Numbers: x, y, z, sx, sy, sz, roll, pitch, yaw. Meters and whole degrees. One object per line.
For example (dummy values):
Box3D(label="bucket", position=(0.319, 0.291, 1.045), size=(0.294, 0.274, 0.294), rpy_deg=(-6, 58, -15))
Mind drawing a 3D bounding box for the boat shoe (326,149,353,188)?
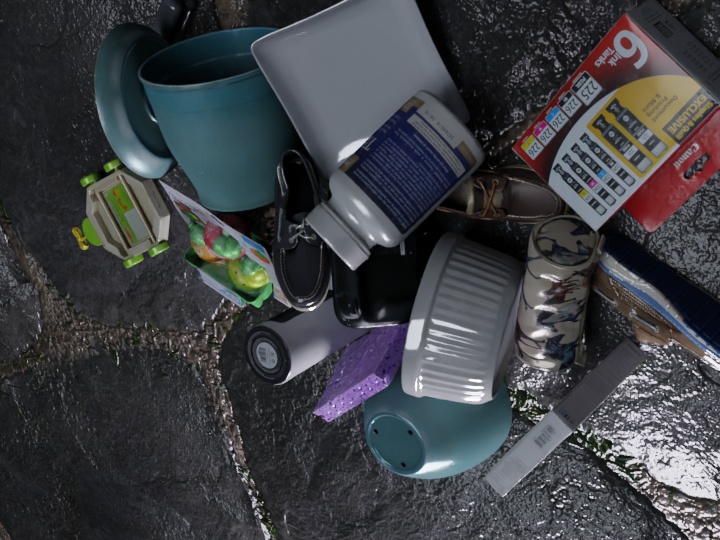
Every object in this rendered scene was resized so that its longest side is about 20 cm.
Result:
Box3D(label="boat shoe", position=(0.013, -0.070, 1.424), size=(0.073, 0.063, 0.201), rpy_deg=(-7, 112, 23))

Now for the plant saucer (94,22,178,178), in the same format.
Box3D(label="plant saucer", position=(-0.269, -0.221, 1.424), size=(0.027, 0.200, 0.201), rpy_deg=(-6, 110, 25))

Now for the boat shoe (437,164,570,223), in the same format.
Box3D(label="boat shoe", position=(0.146, -0.087, 1.299), size=(0.199, 0.072, 0.073), rpy_deg=(15, 121, 30))

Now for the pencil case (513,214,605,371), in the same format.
Box3D(label="pencil case", position=(0.227, 0.028, 1.260), size=(0.089, 0.078, 0.201), rpy_deg=(7, 138, 8))

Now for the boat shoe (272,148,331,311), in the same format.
Box3D(label="boat shoe", position=(-0.076, -0.052, 1.325), size=(0.072, 0.063, 0.201), rpy_deg=(-6, 68, 6))

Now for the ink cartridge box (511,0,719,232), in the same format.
Box3D(label="ink cartridge box", position=(0.291, -0.145, 1.153), size=(0.176, 0.084, 0.200), rpy_deg=(45, 131, 9))

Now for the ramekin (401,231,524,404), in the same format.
Box3D(label="ramekin", position=(0.128, 0.064, 1.312), size=(0.104, 0.200, 0.201), rpy_deg=(15, 122, 14))

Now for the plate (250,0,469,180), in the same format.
Box3D(label="plate", position=(0.002, -0.225, 1.298), size=(0.198, 0.032, 0.201), rpy_deg=(-21, 120, 17))

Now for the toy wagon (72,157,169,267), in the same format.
Box3D(label="toy wagon", position=(-0.377, -0.083, 1.717), size=(0.199, 0.040, 0.156), rpy_deg=(-20, 99, 42))

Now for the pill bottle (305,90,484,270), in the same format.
Box3D(label="pill bottle", position=(0.035, -0.099, 1.254), size=(0.200, 0.111, 0.111), rpy_deg=(-44, 82, -1))

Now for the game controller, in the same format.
Box3D(label="game controller", position=(0.016, -0.026, 1.319), size=(0.104, 0.201, 0.042), rpy_deg=(-1, 154, -6))

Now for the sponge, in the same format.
Box3D(label="sponge", position=(0.007, 0.126, 1.456), size=(0.030, 0.112, 0.200), rpy_deg=(34, 149, -10))

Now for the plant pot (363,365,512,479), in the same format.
Box3D(label="plant pot", position=(0.080, 0.194, 1.452), size=(0.199, 0.135, 0.201), rpy_deg=(18, 123, 29))

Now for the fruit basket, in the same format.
Box3D(label="fruit basket", position=(-0.185, -0.029, 1.512), size=(0.185, 0.094, 0.200), rpy_deg=(32, 169, 19))

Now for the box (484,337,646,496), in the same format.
Box3D(label="box", position=(0.238, 0.167, 1.276), size=(0.036, 0.200, 0.145), rpy_deg=(47, 131, 13))

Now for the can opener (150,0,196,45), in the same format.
Box3D(label="can opener", position=(-0.292, -0.308, 1.527), size=(0.067, 0.053, 0.200), rpy_deg=(42, 130, 10))

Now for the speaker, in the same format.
Box3D(label="speaker", position=(-0.059, 0.077, 1.453), size=(0.081, 0.200, 0.082), rpy_deg=(15, 116, 33))

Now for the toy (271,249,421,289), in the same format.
Box3D(label="toy", position=(0.000, 0.000, 1.387), size=(0.199, 0.047, 0.115), rpy_deg=(14, 165, 16))

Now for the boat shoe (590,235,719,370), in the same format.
Box3D(label="boat shoe", position=(0.340, 0.047, 1.232), size=(0.200, 0.072, 0.073), rpy_deg=(45, 137, 23))

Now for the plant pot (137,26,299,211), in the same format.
Box3D(label="plant pot", position=(-0.160, -0.187, 1.408), size=(0.199, 0.200, 0.189), rpy_deg=(9, 126, 33))
